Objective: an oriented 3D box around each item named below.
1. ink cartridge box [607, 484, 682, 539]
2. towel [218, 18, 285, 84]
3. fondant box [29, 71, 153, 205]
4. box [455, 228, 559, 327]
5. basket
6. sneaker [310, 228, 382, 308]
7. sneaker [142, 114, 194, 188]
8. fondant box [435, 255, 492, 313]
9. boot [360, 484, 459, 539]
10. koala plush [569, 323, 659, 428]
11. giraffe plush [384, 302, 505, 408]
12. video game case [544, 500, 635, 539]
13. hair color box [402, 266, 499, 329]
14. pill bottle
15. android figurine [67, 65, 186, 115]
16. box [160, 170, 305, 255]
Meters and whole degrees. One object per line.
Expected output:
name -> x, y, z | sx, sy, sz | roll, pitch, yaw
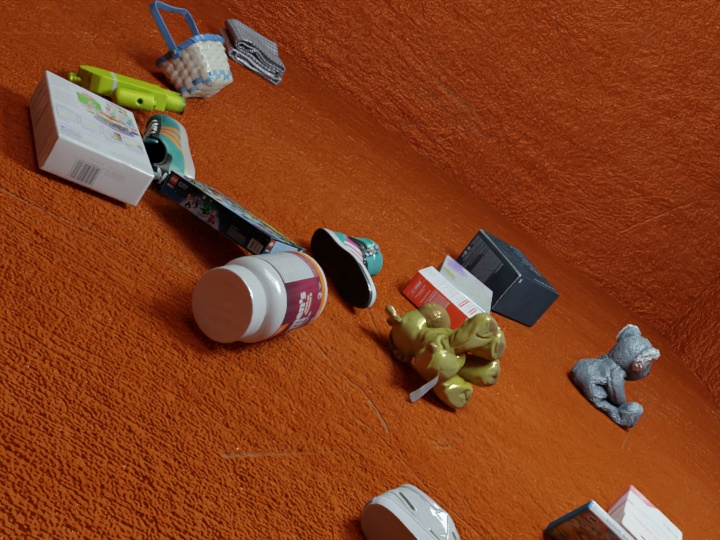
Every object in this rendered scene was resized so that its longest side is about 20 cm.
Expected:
ink cartridge box -> 0.462, 0.445, 1.258 | 0.116, 0.068, 0.199 | 44, 17, 17
towel -> -0.325, -0.671, 2.327 | 0.198, 0.086, 0.166 | 24, 24, -39
fondant box -> -0.390, -0.192, 1.099 | 0.143, 0.058, 0.201 | 23, 25, -39
box -> 0.386, 0.021, 2.014 | 0.198, 0.125, 0.197 | 22, 23, -42
basket -> -0.377, -0.483, 1.666 | 0.203, 0.137, 0.176 | 69, 18, -5
sneaker -> 0.000, 0.000, 1.396 | 0.119, 0.084, 0.201 | 7, 34, -41
sneaker -> -0.330, -0.204, 1.245 | 0.079, 0.072, 0.201 | 27, 23, -43
fondant box -> 0.228, 0.050, 1.749 | 0.144, 0.059, 0.200 | 39, 17, 1
boot -> 0.094, 0.316, 0.834 | 0.200, 0.074, 0.095 | 46, 26, 22
koala plush -> 0.638, 0.239, 1.868 | 0.182, 0.201, 0.178 | 34, 19, -13
giraffe plush -> 0.122, 0.123, 1.275 | 0.197, 0.175, 0.162 | -16, 36, -26
video game case -> 0.363, 0.414, 1.058 | 0.200, 0.144, 0.018 | 43, 59, 12
hair color box -> 0.189, 0.084, 1.585 | 0.199, 0.064, 0.111 | 42, 17, 12
pill bottle -> -0.130, 0.034, 1.010 | 0.109, 0.110, 0.199 | 43, 19, 13
android figurine -> -0.409, -0.314, 1.332 | 0.197, 0.042, 0.182 | 10, 16, -27
box -> -0.192, -0.076, 1.166 | 0.198, 0.038, 0.136 | 33, 5, 17
